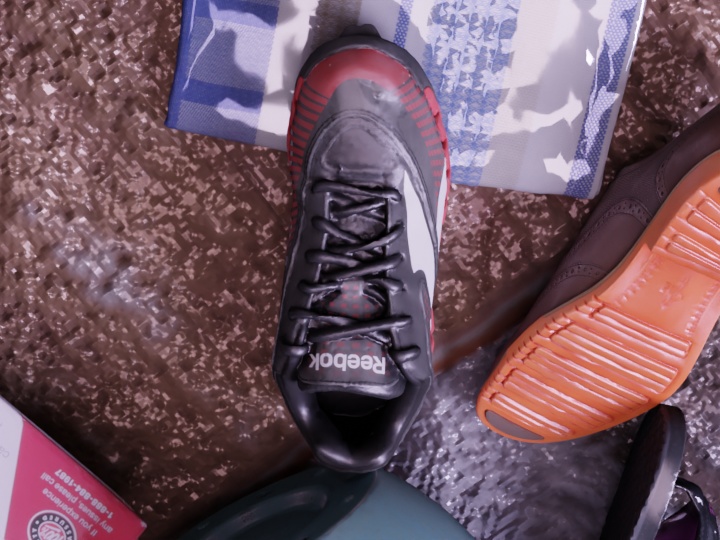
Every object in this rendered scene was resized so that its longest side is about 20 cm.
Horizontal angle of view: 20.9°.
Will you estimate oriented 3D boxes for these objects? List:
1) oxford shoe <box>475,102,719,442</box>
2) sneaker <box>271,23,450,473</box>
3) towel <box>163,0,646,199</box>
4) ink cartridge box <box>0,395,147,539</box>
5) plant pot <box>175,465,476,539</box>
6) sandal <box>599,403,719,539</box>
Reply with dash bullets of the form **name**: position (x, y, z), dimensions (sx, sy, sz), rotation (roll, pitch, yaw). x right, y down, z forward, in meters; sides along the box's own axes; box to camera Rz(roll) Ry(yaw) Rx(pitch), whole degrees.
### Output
- **oxford shoe**: position (0.122, 0.004, 0.865), dimensions (0.071, 0.073, 0.200), rotation (29, 126, -22)
- **sneaker**: position (0.000, 0.000, 0.825), dimensions (0.071, 0.098, 0.201), rotation (3, 118, 2)
- **towel**: position (0.023, -0.112, 0.837), dimensions (0.200, 0.024, 0.147), rotation (9, 112, -3)
- **ink cartridge box**: position (-0.215, 0.140, 0.852), dimensions (0.148, 0.086, 0.200), rotation (43, 74, -17)
- **plant pot**: position (-0.012, 0.182, 0.862), dimensions (0.200, 0.201, 0.161), rotation (-25, 100, 8)
- **sandal**: position (0.136, 0.148, 0.913), dimensions (0.048, 0.075, 0.201), rotation (9, 119, 0)
